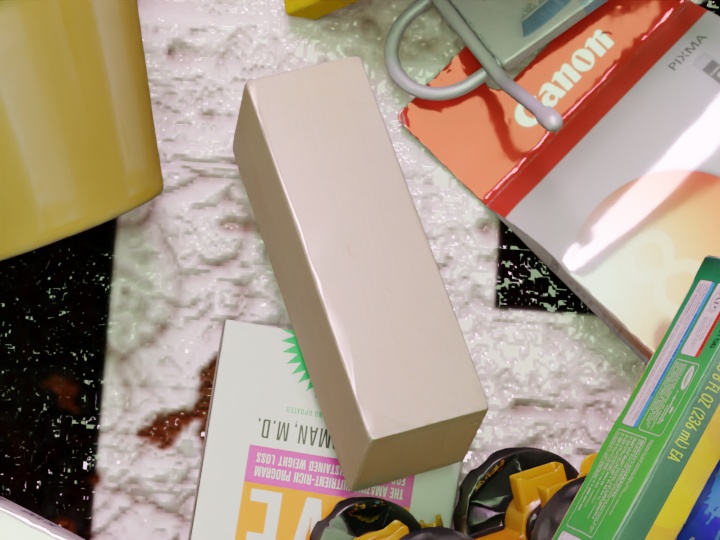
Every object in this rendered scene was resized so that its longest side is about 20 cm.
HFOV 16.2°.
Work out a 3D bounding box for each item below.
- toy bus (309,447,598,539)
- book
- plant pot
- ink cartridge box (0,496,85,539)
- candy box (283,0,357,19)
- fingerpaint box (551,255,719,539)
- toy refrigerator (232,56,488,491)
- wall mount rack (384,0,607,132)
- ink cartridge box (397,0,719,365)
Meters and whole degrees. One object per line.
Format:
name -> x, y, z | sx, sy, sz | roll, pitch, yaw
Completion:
toy bus -> 0.073, 0.195, 1.229 | 0.199, 0.136, 0.193 | -14, 100, -18
book -> -0.021, 0.135, 1.295 | 0.133, 0.048, 0.201 | 9, 82, -4
plant pot -> -0.188, -0.107, 1.261 | 0.200, 0.201, 0.189 | -20, 99, -2
ink cartridge box -> -0.209, 0.142, 1.241 | 0.200, 0.147, 0.083 | 26, 82, 3
candy box -> 0.021, -0.200, 1.271 | 0.026, 0.200, 0.103 | 3, 78, -36
fingerpaint box -> 0.188, 0.121, 1.144 | 0.167, 0.073, 0.200 | 31, 85, -14
toy refrigerator -> 0.000, 0.000, 1.266 | 0.070, 0.076, 0.201 | -14, 68, -15
wall mount rack -> 0.106, -0.149, 1.292 | 0.200, 0.075, 0.174 | -36, 61, -1
ink cartridge box -> 0.144, -0.070, 1.313 | 0.200, 0.050, 0.162 | 45, 85, 4
